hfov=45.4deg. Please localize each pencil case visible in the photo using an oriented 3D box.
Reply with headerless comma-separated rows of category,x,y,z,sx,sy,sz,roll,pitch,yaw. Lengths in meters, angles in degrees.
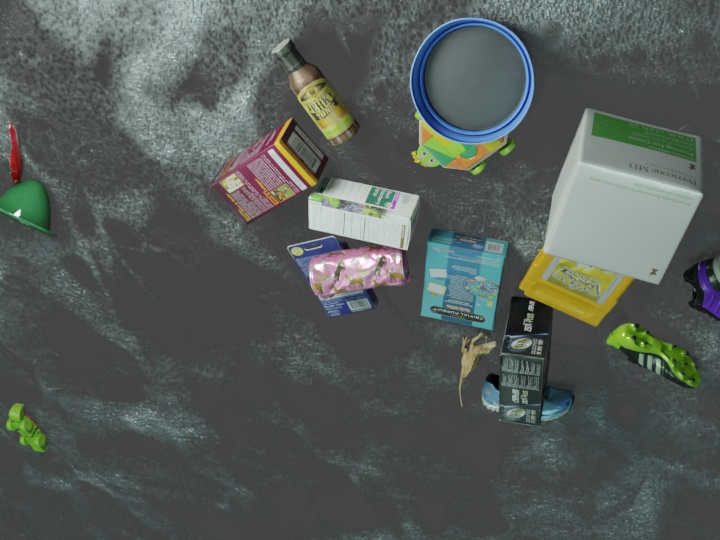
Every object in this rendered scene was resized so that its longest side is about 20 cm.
pencil case,0.000,0.000,1.704,0.199,0.083,0.087,-11,123,9

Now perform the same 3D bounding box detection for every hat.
hat,-0.708,-0.187,1.882,0.165,0.177,0.200,25,172,-5

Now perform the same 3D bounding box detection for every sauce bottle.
sauce bottle,-0.080,-0.309,1.498,0.065,0.065,0.200,-22,121,35

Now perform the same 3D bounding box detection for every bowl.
bowl,0.180,-0.304,1.382,0.200,0.039,0.202,6,113,14

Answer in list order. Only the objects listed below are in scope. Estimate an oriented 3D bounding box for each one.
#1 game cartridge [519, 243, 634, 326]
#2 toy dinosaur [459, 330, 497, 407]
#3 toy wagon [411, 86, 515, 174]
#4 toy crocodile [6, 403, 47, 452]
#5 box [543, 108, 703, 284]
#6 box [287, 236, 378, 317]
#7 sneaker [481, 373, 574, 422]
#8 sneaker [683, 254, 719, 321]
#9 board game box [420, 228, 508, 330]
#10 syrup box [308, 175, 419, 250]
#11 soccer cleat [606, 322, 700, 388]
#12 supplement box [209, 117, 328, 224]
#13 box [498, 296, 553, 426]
game cartridge,0.415,0.006,1.616,0.176,0.033,0.200,23,133,0
toy dinosaur,0.229,0.190,1.803,0.058,0.101,0.200,22,134,1
toy wagon,0.164,-0.231,1.492,0.155,0.040,0.200,41,131,-17
toy crocodile,-0.988,0.473,2.562,0.067,0.062,0.201,0,135,20
box,0.425,-0.121,1.399,0.198,0.172,0.201,16,134,6
box,-0.056,0.008,1.796,0.121,0.032,0.200,-11,126,28
sneaker,0.356,0.263,1.840,0.199,0.079,0.090,3,128,18
sneaker,0.651,0.057,1.553,0.099,0.070,0.200,-20,117,42
board game box,0.202,0.019,1.698,0.150,0.047,0.201,12,134,11
syrup box,0.007,-0.111,1.633,0.199,0.079,0.082,12,133,10
soccer cleat,0.576,0.169,1.687,0.200,0.068,0.081,33,151,-9
supplement box,-0.174,-0.185,1.630,0.199,0.086,0.110,-25,118,36
box,0.329,0.181,1.714,0.086,0.164,0.201,6,133,15
